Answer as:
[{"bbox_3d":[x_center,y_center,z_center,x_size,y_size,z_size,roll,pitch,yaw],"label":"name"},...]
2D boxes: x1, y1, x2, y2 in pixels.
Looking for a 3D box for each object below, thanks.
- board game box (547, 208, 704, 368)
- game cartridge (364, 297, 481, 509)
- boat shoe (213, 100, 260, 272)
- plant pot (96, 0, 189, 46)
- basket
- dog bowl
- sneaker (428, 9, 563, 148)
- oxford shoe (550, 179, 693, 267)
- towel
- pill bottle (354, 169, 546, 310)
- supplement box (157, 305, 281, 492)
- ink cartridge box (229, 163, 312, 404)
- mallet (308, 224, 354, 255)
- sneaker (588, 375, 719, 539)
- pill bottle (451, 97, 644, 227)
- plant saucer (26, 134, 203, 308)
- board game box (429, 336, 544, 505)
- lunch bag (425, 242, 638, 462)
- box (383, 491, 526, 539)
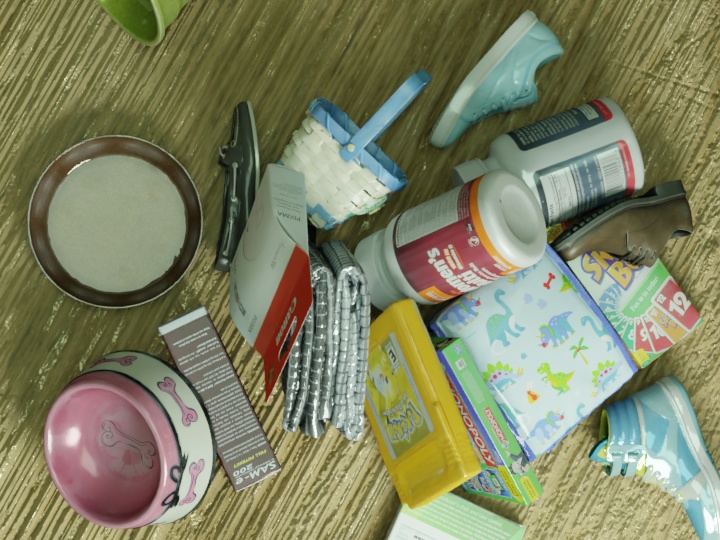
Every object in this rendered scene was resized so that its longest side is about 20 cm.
[{"bbox_3d":[0.309,0.007,1.656,0.095,0.030,0.200,-36,86,-7],"label":"board game box"},{"bbox_3d":[0.051,0.151,1.533,0.032,0.176,0.201,-13,73,-25],"label":"game cartridge"},{"bbox_3d":[-0.144,-0.095,1.608,0.057,0.067,0.201,-3,89,-9],"label":"boat shoe"},{"bbox_3d":[-0.217,-0.388,1.578,0.184,0.200,0.201,-39,89,-17],"label":"plant pot"},{"bbox_3d":[0.004,-0.147,1.574,0.139,0.176,0.200,40,102,1],"label":"basket"},{"bbox_3d":[-0.259,0.191,1.522,0.199,0.074,0.201,6,103,27],"label":"dog bowl"},{"bbox_3d":[0.164,-0.210,1.637,0.082,0.074,0.200,39,85,3],"label":"sneaker"},{"bbox_3d":[0.306,-0.040,1.600,0.199,0.073,0.085,-18,83,-25],"label":"oxford shoe"},{"bbox_3d":[-0.048,0.074,1.534,0.085,0.166,0.201,2,100,-11],"label":"towel"},{"bbox_3d":[0.095,-0.027,1.529,0.200,0.109,0.110,-24,87,37],"label":"pill bottle"},{"bbox_3d":[-0.157,0.144,1.567,0.061,0.109,0.200,-26,87,-7],"label":"supplement box"},{"bbox_3d":[-0.098,0.012,1.473,0.057,0.163,0.200,15,40,-12],"label":"ink cartridge box"},{"bbox_3d":[0.000,0.000,1.629,0.199,0.041,0.066,17,85,-7],"label":"mallet"},{"bbox_3d":[0.338,0.234,1.614,0.130,0.080,0.201,-18,77,-7],"label":"sneaker"},{"bbox_3d":[0.212,-0.112,1.610,0.199,0.120,0.120,-20,87,-6],"label":"pill bottle"},{"bbox_3d":[-0.280,-0.055,1.611,0.199,0.034,0.201,0,86,-4],"label":"plant saucer"},{"bbox_3d":[0.114,0.163,1.550,0.029,0.134,0.200,-34,103,-22],"label":"board game box"},{"bbox_3d":[0.193,0.090,1.588,0.170,0.127,0.200,-40,89,-7],"label":"lunch bag"},{"bbox_3d":[0.085,0.355,1.606,0.144,0.036,0.201,26,85,-2],"label":"box"}]
